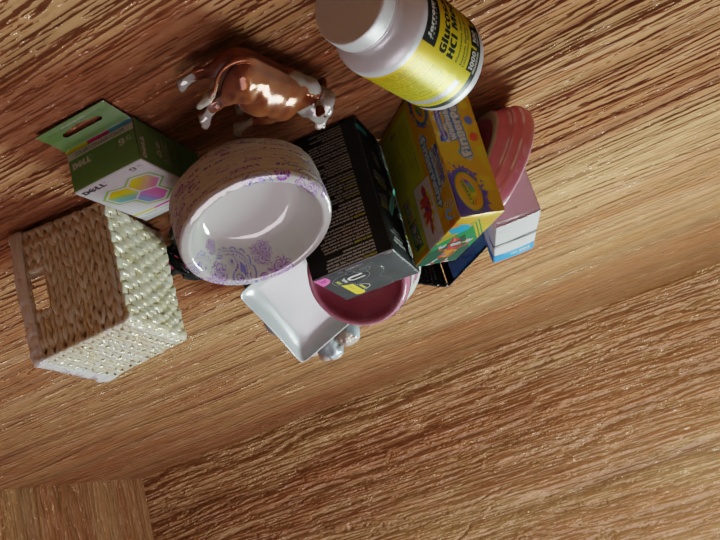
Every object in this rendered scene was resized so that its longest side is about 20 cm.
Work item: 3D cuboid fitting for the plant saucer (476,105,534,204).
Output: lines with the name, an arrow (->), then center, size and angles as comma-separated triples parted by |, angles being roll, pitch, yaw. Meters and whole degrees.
plant saucer -> 0.177, -0.153, 1.220 | 0.050, 0.204, 0.200 | 24, 148, -16

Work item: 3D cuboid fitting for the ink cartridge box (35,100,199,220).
ink cartridge box -> -0.287, -0.128, 1.026 | 0.102, 0.061, 0.199 | -22, 162, 16

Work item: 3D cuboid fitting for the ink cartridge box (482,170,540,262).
ink cartridge box -> 0.237, -0.119, 1.406 | 0.084, 0.149, 0.200 | -18, 163, 1

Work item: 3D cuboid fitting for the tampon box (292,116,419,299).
tampon box -> -0.015, -0.083, 1.186 | 0.124, 0.204, 0.150 | -20, 162, 14

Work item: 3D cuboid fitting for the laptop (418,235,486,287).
laptop -> 0.144, -0.041, 1.646 | 0.195, 0.106, 0.178 | 7, -165, -1

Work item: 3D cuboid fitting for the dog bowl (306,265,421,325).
dog bowl -> 0.000, 0.000, 1.364 | 0.197, 0.202, 0.074 | -23, -160, 22

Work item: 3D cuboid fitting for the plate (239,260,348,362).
plate -> -0.085, 0.036, 1.464 | 0.199, 0.032, 0.200 | -40, 124, 0

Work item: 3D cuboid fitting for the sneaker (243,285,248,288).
sneaker -> -0.135, -0.011, 1.483 | 0.198, 0.092, 0.067 | -27, 159, 29

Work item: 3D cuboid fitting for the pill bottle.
pill bottle -> 0.042, -0.248, 0.878 | 0.111, 0.115, 0.198 | -26, 161, 29

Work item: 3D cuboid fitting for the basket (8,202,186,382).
basket -> -0.375, 0.035, 1.214 | 0.158, 0.202, 0.200 | -21, 162, 8

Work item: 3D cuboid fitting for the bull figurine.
bull figurine -> -0.114, -0.201, 0.957 | 0.119, 0.067, 0.199 | -22, 163, 23

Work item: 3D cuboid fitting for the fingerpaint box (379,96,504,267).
fingerpaint box -> 0.107, -0.134, 1.144 | 0.072, 0.204, 0.167 | -9, 161, -21

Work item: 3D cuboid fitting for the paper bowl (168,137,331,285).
paper bowl -> -0.142, -0.084, 1.047 | 0.196, 0.106, 0.202 | -17, 147, -11

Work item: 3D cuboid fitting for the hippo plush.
hippo plush -> -0.091, 0.078, 1.566 | 0.201, 0.160, 0.159 | -53, 148, 17

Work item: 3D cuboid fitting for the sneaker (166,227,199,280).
sneaker -> -0.277, -0.021, 1.342 | 0.082, 0.078, 0.201 | -19, 162, -5
